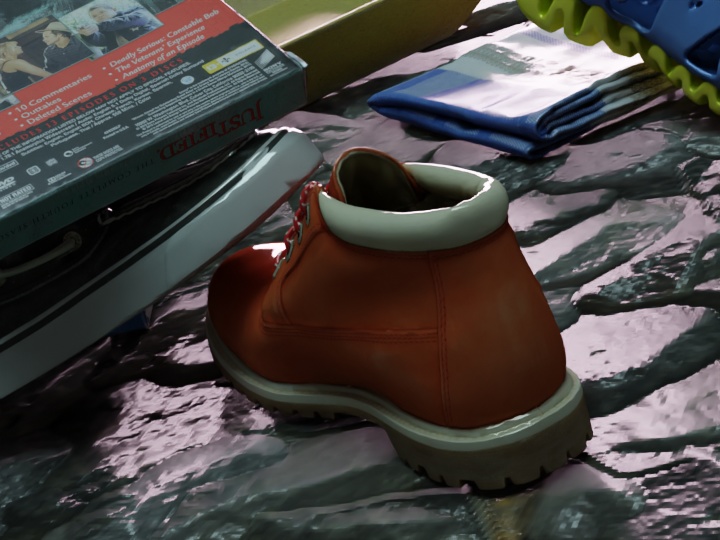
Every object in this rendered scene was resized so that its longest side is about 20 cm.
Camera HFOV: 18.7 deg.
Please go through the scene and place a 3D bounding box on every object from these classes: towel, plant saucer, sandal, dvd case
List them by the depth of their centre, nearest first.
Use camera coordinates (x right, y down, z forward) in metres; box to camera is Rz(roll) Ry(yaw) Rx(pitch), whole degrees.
[{"bbox_3d":[-0.133,-0.087,0.844,0.146,0.022,0.200,-29,47,-22],"label":"dvd case"},{"bbox_3d":[0.154,-0.128,0.971,0.200,0.087,0.079,25,43,29],"label":"sandal"},{"bbox_3d":[0.120,-0.110,1.071,0.200,0.024,0.147,-26,24,-24],"label":"towel"},{"bbox_3d":[-0.046,-0.133,1.197,0.200,0.049,0.200,-29,26,-29],"label":"plant saucer"}]

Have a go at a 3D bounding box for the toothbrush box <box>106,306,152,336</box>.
[{"bbox_3d":[-0.193,-0.019,0.971,0.199,0.086,0.147,-12,24,5],"label":"toothbrush box"}]

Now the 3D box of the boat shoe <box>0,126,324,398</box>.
[{"bbox_3d":[-0.108,-0.007,0.829,0.200,0.064,0.071,-32,5,13],"label":"boat shoe"}]

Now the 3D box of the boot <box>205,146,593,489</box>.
[{"bbox_3d":[0.000,0.000,0.782,0.075,0.107,0.200,-31,25,-27],"label":"boot"}]
